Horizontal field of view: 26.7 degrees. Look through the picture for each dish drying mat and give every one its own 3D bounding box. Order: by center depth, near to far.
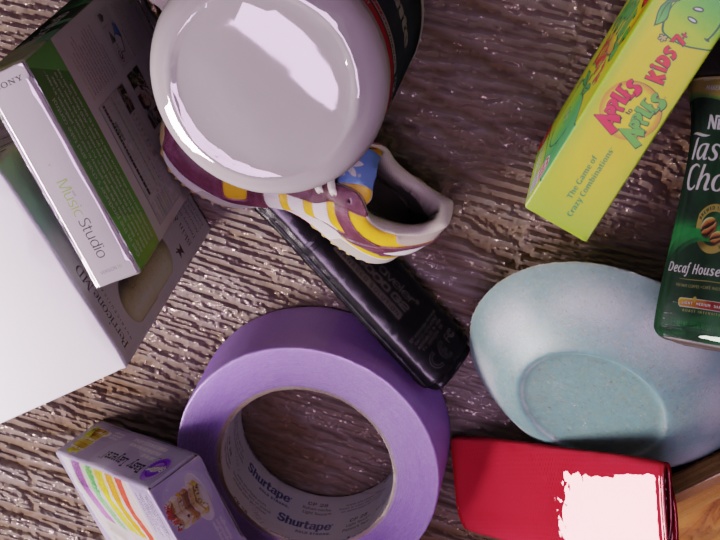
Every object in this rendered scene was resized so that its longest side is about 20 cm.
[{"bbox_3d":[0.141,0.161,1.071,0.199,0.018,0.078,1,97,49],"label":"dish drying mat"}]

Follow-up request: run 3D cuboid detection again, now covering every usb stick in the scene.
[{"bbox_3d":[0.000,0.000,1.071,0.200,0.056,0.033,47,151,-12],"label":"usb stick"}]

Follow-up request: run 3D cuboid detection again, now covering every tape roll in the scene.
[{"bbox_3d":[-0.034,0.131,1.134,0.197,0.066,0.203,5,116,10],"label":"tape roll"}]

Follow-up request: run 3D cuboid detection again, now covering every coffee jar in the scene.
[{"bbox_3d":[0.244,-0.049,0.928,0.085,0.104,0.203,8,90,-36],"label":"coffee jar"}]

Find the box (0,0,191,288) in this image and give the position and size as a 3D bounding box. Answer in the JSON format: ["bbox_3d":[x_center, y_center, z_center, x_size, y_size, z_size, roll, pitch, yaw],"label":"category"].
[{"bbox_3d":[-0.160,-0.096,0.972,0.036,0.200,0.146,-20,110,17],"label":"box"}]

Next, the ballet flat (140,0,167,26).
[{"bbox_3d":[-0.139,-0.241,0.970,0.067,0.069,0.202,-16,111,19],"label":"ballet flat"}]

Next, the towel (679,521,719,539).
[{"bbox_3d":[0.234,0.250,1.145,0.197,0.048,0.173,1,117,11],"label":"towel"}]

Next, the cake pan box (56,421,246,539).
[{"bbox_3d":[-0.135,0.216,1.146,0.183,0.052,0.202,10,129,59],"label":"cake pan box"}]

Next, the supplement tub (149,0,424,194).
[{"bbox_3d":[-0.037,-0.145,0.921,0.138,0.201,0.142,5,117,9],"label":"supplement tub"}]

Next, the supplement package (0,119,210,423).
[{"bbox_3d":[-0.222,-0.018,1.023,0.149,0.201,0.153,-23,110,21],"label":"supplement package"}]

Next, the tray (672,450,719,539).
[{"bbox_3d":[0.242,0.191,1.075,0.199,0.037,0.099,-31,102,20],"label":"tray"}]

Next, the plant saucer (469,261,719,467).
[{"bbox_3d":[0.164,0.081,1.044,0.199,0.039,0.202,15,138,14],"label":"plant saucer"}]

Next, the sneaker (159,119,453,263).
[{"bbox_3d":[-0.032,-0.068,0.994,0.198,0.076,0.090,20,160,-24],"label":"sneaker"}]

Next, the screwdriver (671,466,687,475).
[{"bbox_3d":[0.282,0.151,1.100,0.197,0.028,0.029,-6,151,3],"label":"screwdriver"}]

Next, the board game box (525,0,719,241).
[{"bbox_3d":[0.174,-0.127,0.941,0.047,0.102,0.201,28,118,-2],"label":"board game box"}]
